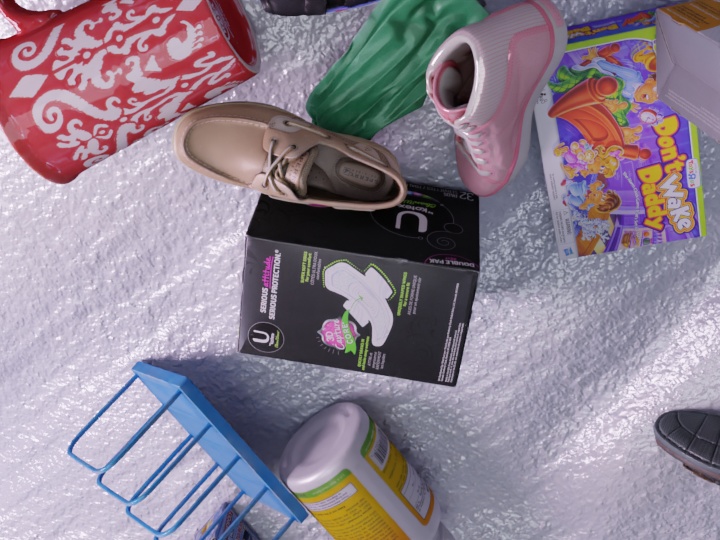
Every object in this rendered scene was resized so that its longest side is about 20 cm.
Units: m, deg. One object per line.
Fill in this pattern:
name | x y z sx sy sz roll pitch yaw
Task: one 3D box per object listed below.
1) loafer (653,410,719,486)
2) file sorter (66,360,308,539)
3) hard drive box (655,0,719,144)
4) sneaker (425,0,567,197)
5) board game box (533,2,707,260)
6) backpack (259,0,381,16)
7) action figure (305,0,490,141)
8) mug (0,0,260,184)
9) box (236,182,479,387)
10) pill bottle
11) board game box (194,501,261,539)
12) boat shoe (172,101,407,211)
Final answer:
loafer | 0.383 0.198 1.065 0.198 0.072 0.063 16 132 32
file sorter | -0.179 0.211 1.097 0.201 0.123 0.138 53 157 -22
hard drive box | 0.345 -0.161 0.816 0.197 0.156 0.078 -13 119 -6
sneaker | 0.091 -0.130 0.892 0.104 0.076 0.201 -23 151 -27
board game box | 0.223 -0.116 0.945 0.133 0.045 0.202 -10 119 11
backpack | -0.029 -0.293 0.805 0.197 0.154 0.193 -2 110 15
action figure | 0.020 -0.170 0.928 0.118 0.055 0.200 40 112 -19
mug | -0.202 -0.184 0.893 0.198 0.134 0.178 -22 137 13
box | 0.000 0.000 0.975 0.197 0.149 0.126 9 121 0
pill bottle | 0.014 0.245 1.139 0.110 0.111 0.201 -30 113 21
board game box | -0.167 0.371 1.260 0.198 0.062 0.202 -16 117 15
boat shoe | -0.056 -0.093 0.899 0.197 0.065 0.072 8 107 -13
